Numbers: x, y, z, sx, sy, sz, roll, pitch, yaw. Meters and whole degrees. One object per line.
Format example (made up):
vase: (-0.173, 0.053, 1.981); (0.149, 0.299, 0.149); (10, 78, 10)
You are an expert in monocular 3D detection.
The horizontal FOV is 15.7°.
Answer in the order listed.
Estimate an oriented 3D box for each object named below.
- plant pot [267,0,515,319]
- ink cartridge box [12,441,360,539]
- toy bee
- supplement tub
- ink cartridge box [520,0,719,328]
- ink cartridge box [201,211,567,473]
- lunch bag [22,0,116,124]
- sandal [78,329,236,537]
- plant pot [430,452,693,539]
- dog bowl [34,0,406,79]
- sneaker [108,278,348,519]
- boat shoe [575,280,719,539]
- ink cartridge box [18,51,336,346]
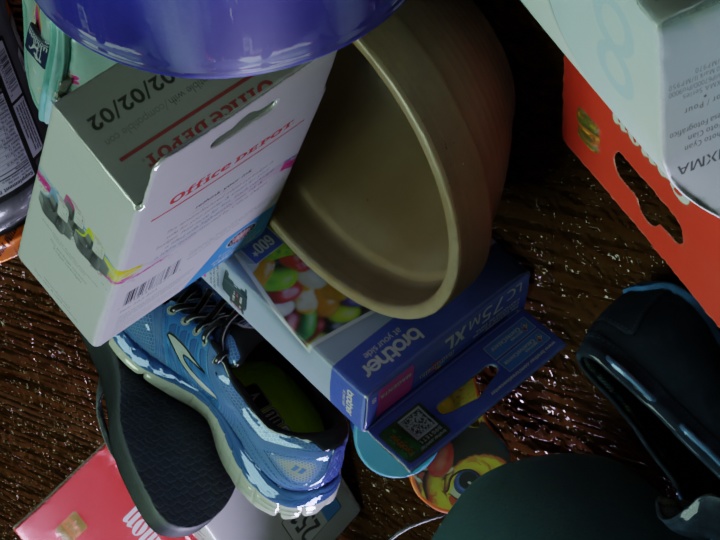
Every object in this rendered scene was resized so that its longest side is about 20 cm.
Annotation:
plant pot: (0.010, -0.084, 1.270); (0.201, 0.092, 0.202); (41, 151, 29)
ink cartridge box: (-0.099, 0.151, 1.593); (0.045, 0.176, 0.200); (33, 163, 36)
toy bee: (0.047, 0.086, 1.424); (0.131, 0.108, 0.201); (-99, 7, -60)
supplement tub: (-0.267, -0.109, 1.687); (0.122, 0.122, 0.201); (25, 141, 46)
ink cartridge box: (0.105, -0.080, 1.115); (0.201, 0.047, 0.160); (85, 158, -44)
ink cartridge box: (0.000, 0.000, 1.355); (0.200, 0.119, 0.042); (44, 154, 22)
lunch bag: (-0.137, -0.174, 1.329); (0.160, 0.076, 0.202); (127, 141, -69)
sandal: (-0.123, 0.070, 1.498); (0.043, 0.076, 0.201); (-54, 45, 39)
plant pot: (0.105, 0.174, 1.343); (0.201, 0.198, 0.136); (107, 161, -59)
dog bowl: (-0.061, -0.182, 1.151); (0.200, 0.200, 0.079); (39, 153, 30)
sneaker: (-0.072, 0.039, 1.452); (0.200, 0.078, 0.089); (46, 142, 13)
boat shoe: (0.165, 0.104, 1.253); (0.201, 0.068, 0.084); (55, 155, 0)
ink cartridge box: (-0.089, -0.055, 1.236); (0.068, 0.115, 0.200); (49, 154, 11)
